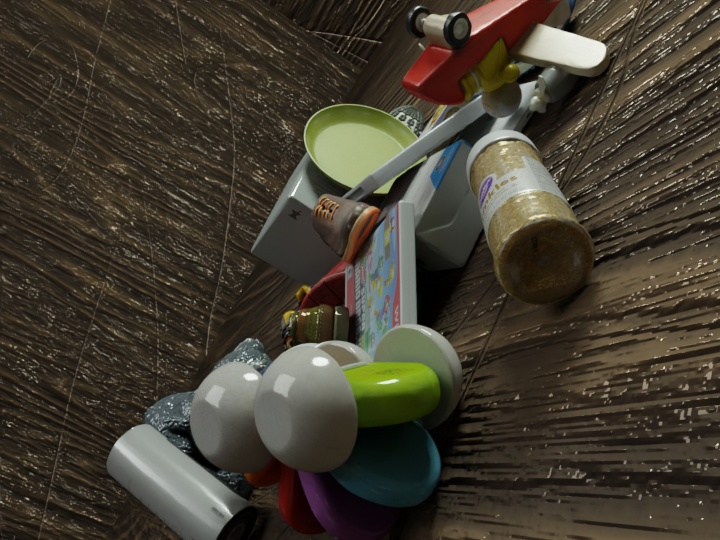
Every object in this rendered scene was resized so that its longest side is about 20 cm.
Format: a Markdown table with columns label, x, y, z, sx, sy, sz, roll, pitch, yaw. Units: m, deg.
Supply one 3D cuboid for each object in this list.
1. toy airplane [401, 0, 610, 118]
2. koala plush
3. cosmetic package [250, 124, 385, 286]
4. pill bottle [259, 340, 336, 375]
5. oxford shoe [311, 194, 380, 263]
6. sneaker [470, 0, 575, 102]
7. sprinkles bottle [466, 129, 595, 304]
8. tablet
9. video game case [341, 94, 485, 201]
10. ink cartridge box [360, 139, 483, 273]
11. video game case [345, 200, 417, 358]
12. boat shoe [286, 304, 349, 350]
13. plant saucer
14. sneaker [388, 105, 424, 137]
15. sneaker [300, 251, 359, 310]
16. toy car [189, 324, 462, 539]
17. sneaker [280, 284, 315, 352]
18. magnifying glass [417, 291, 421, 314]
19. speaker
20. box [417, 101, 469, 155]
| label | x | y | z | sx | sy | sz | roll | pitch | yaw |
| --- | --- | --- | --- | --- | --- | --- | --- | --- | --- |
| toy airplane | 0.152 | -0.236 | 0.679 | 0.197 | 0.142 | 0.201 | -5 | 38 | 17 |
| koala plush | -0.200 | 0.200 | 0.953 | 0.201 | 0.183 | 0.177 | -54 | 13 | 1 |
| cosmetic package | -0.051 | -0.097 | 1.064 | 0.166 | 0.167 | 0.201 | -44 | 18 | 46 |
| pill bottle | -0.064 | 0.145 | 0.693 | 0.200 | 0.110 | 0.112 | -41 | 22 | 55 |
| oxford shoe | -0.028 | -0.056 | 0.776 | 0.072 | 0.073 | 0.200 | -57 | 6 | -8 |
| sneaker | 0.175 | -0.285 | 0.792 | 0.200 | 0.085 | 0.077 | -28 | 30 | 55 |
| sprinkles bottle | 0.127 | -0.052 | 0.507 | 0.068 | 0.068 | 0.201 | -53 | 15 | 25 |
| tablet | 0.159 | -0.175 | 0.790 | 0.131 | 0.014 | 0.200 | -57 | 13 | 6 |
| video game case | 0.070 | -0.150 | 0.821 | 0.199 | 0.022 | 0.182 | -37 | 5 | -14 |
| ink cartridge box | 0.074 | -0.063 | 0.732 | 0.117 | 0.068 | 0.200 | -61 | 13 | -10 |
| video game case | 0.016 | 0.032 | 0.682 | 0.200 | 0.017 | 0.144 | 132 | 141 | -64 |
| boat shoe | -0.059 | 0.089 | 0.786 | 0.200 | 0.067 | 0.073 | 107 | 167 | -61 |
| plant saucer | 0.006 | -0.185 | 1.002 | 0.031 | 0.198 | 0.201 | 112 | 178 | -49 |
| sneaker | 0.048 | -0.220 | 1.199 | 0.201 | 0.077 | 0.089 | -58 | 4 | -3 |
| sneaker | 0.000 | 0.000 | 0.906 | 0.200 | 0.078 | 0.116 | -39 | 12 | 25 |
| toy car | -0.018 | 0.130 | 0.489 | 0.199 | 0.174 | 0.152 | -18 | 82 | 43 |
| sneaker | -0.091 | 0.108 | 0.945 | 0.078 | 0.082 | 0.201 | -43 | 22 | 47 |
| magnifying glass | 0.017 | 0.064 | 0.770 | 0.080 | 0.022 | 0.200 | -64 | 13 | -20 |
| speaker | -0.230 | 0.280 | 0.810 | 0.081 | 0.199 | 0.082 | -42 | -33 | -37 |
| box | 0.154 | -0.258 | 0.934 | 0.201 | 0.041 | 0.039 | -54 | 14 | 17 |
